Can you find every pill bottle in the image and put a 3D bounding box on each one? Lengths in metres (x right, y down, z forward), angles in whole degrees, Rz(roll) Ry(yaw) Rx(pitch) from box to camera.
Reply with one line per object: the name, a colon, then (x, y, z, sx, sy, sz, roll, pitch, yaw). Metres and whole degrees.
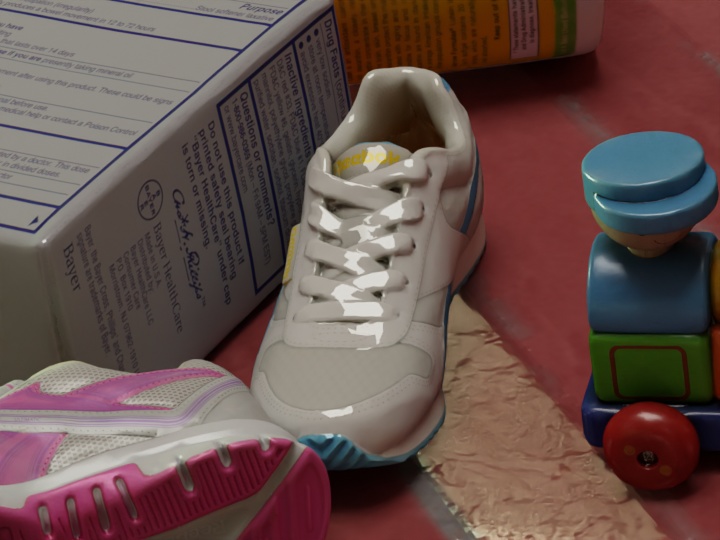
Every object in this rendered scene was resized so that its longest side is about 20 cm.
pill bottle: (0.001, -0.137, 1.245, 0.200, 0.111, 0.111, -8, 32, -1)

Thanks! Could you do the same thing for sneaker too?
sneaker: (0.000, 0.000, 1.068, 0.076, 0.081, 0.200, 0, 35, 12)
sneaker: (-0.116, 0.082, 0.983, 0.200, 0.081, 0.088, -9, 30, -13)

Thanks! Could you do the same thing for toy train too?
toy train: (0.172, 0.009, 0.971, 0.200, 0.116, 0.085, 0, 34, 17)

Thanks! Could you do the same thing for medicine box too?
medicine box: (-0.128, -0.035, 1.138, 0.182, 0.103, 0.200, 12, 38, 31)
